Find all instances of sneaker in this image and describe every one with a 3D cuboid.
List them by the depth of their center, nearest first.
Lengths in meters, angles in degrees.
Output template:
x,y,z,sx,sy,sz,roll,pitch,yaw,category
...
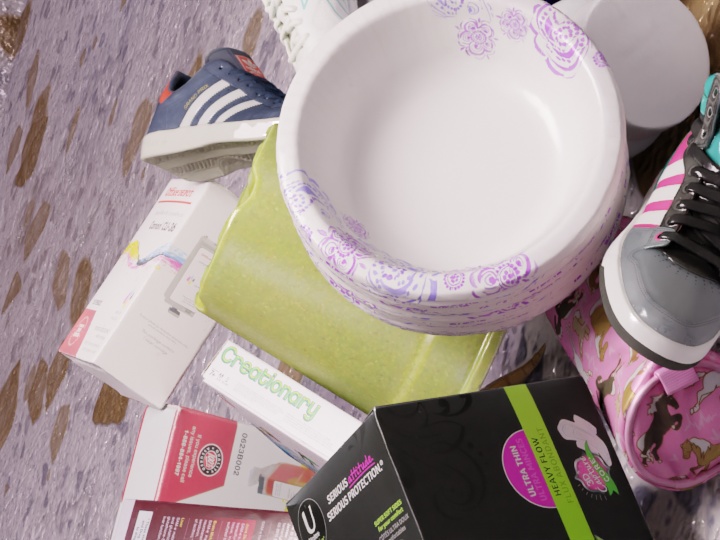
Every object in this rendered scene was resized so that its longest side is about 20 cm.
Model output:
x,y,z,sx,sy,sz,roll,pitch,yaw,category
0.198,-0.040,1.139,0.121,0.083,0.200,-59,1,36,sneaker
-0.075,-0.114,1.474,0.199,0.075,0.085,0,71,43,sneaker
-0.037,-0.182,1.523,0.070,0.080,0.201,-43,40,53,sneaker

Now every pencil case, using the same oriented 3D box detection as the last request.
x,y,z,sx,sy,sz,roll,pitch,yaw,category
0.159,0.041,1.226,0.087,0.083,0.200,-54,24,16,pencil case

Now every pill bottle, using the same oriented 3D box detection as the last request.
x,y,z,sx,sy,sz,roll,pitch,yaw,category
0.134,-0.114,1.373,0.200,0.109,0.110,158,126,-66,pill bottle

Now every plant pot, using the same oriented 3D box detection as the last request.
x,y,z,sx,sy,sz,roll,pitch,yaw,category
0.000,0.000,1.369,0.200,0.183,0.201,-156,90,-88,plant pot

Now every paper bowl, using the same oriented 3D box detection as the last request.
x,y,z,sx,sy,sz,roll,pitch,yaw,category
0.056,-0.059,1.241,0.104,0.199,0.202,66,-150,-66,paper bowl

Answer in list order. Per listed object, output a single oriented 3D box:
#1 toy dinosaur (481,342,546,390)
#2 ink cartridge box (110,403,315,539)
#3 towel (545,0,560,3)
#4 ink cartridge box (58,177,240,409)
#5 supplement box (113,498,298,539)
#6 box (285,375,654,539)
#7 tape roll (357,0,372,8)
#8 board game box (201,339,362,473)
x,y,z,sx,sy,sz,roll,pitch,yaw,category
0.061,0.112,1.484,0.200,0.060,0.106,-45,25,9,toy dinosaur
-0.072,0.191,1.565,0.083,0.199,0.146,-7,68,66,ink cartridge box
0.127,-0.196,1.432,0.200,0.147,0.050,-177,73,-70,towel
-0.133,-0.003,1.585,0.201,0.067,0.116,-57,18,-10,ink cartridge box
-0.073,0.215,1.405,0.199,0.061,0.109,2,66,28,supplement box
0.074,0.178,1.159,0.124,0.148,0.201,-49,56,49,box
0.041,-0.087,1.563,0.203,0.138,0.204,-52,29,45,tape roll
-0.001,0.124,1.377,0.200,0.126,0.035,29,79,37,board game box
